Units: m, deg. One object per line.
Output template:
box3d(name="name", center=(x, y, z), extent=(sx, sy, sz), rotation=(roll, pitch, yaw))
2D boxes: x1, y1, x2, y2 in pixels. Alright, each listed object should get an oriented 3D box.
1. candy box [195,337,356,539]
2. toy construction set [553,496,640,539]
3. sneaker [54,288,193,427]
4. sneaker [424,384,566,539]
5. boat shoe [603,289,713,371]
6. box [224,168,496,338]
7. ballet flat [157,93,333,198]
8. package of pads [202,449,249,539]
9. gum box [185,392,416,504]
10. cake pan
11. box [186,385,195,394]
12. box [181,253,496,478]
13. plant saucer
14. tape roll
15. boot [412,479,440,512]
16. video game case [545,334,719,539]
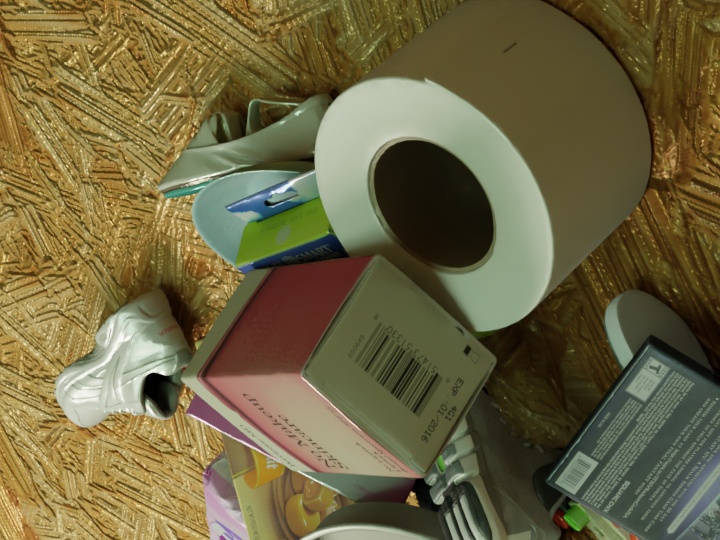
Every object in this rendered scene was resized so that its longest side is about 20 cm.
box3d(name="candy box", center=(-0.054, 0.139, 1.769), extent=(0.055, 0.115, 0.201), rotation=(71, -177, -83))
box3d(name="toy construction set", center=(0.218, 0.196, 1.640), extent=(0.200, 0.092, 0.131), rotation=(62, 163, -3))
box3d(name="sneaker", center=(-0.213, 0.106, 1.955), extent=(0.099, 0.078, 0.200), rotation=(54, 141, 12))
box3d(name="sneaker", center=(0.099, 0.127, 1.628), extent=(0.075, 0.115, 0.201), rotation=(-48, 52, 49))
box3d(name="boat shoe", center=(0.237, 0.105, 1.575), extent=(0.200, 0.069, 0.057), rotation=(52, 139, -7))
box3d(name="box", center=(0.000, 0.000, 1.649), extent=(0.200, 0.048, 0.122), rotation=(31, 148, -30))
box3d(name="ballet flat", center=(-0.088, -0.104, 1.717), extent=(0.200, 0.069, 0.070), rotation=(-10, 113, 40))
box3d(name="package of pads", center=(-0.077, 0.232, 1.895), extent=(0.120, 0.076, 0.200), rotation=(40, 158, 17))
box3d(name="gum box", center=(-0.035, 0.105, 1.710), extent=(0.200, 0.114, 0.066), rotation=(27, 174, 3))
box3d(name="cake pan", center=(0.039, 0.251, 1.690), extent=(0.200, 0.037, 0.201), rotation=(13, 139, 11))
box3d(name="box", center=(-0.050, 0.123, 1.863), extent=(0.200, 0.040, 0.137), rotation=(42, 140, 8))
box3d(name="box", center=(-0.019, 0.072, 1.555), extent=(0.128, 0.109, 0.200), rotation=(41, 158, -20))
box3d(name="plant saucer", center=(-0.032, -0.039, 1.684), extent=(0.200, 0.039, 0.201), rotation=(11, 152, 6))
box3d(name="tape roll", center=(0.087, -0.077, 1.515), extent=(0.202, 0.139, 0.203), rotation=(23, 132, 28))
box3d(name="boot", center=(0.118, 0.238, 1.744), extent=(0.200, 0.076, 0.169), rotation=(16, 133, 65))
box3d(name="video game case", center=(0.254, 0.151, 1.541), extent=(0.200, 0.019, 0.143), rotation=(31, 119, -5))
